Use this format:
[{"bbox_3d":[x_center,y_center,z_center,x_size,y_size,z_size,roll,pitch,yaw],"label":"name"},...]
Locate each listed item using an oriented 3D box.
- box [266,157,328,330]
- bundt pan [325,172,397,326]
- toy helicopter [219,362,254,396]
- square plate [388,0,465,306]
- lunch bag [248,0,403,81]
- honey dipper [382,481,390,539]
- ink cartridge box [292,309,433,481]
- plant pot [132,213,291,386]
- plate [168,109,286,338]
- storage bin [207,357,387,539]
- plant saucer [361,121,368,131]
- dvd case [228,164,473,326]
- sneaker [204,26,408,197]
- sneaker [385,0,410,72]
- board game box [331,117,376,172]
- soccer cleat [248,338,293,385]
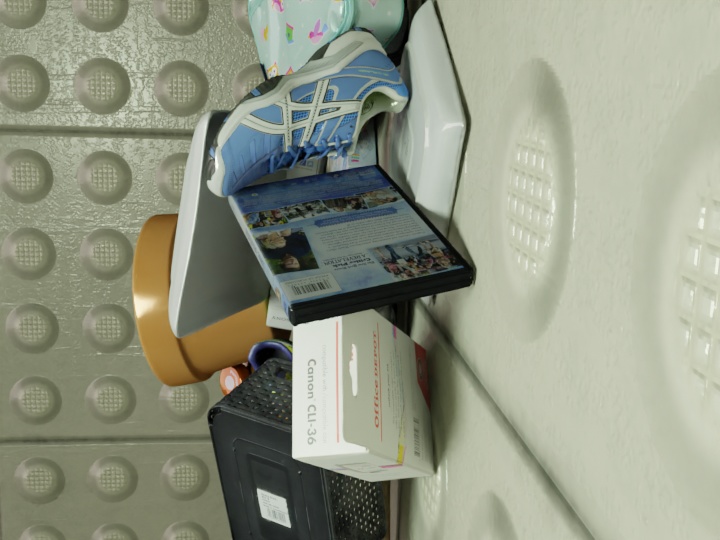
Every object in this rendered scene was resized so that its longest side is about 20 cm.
[{"bbox_3d":[-0.063,-0.057,0.979,0.145,0.036,0.202,-80,1,-62],"label":"box"},{"bbox_3d":[0.000,0.000,0.936,0.202,0.075,0.204,0,-90,-84],"label":"bundt pan"},{"bbox_3d":[-0.078,0.158,1.094,0.132,0.078,0.201,-49,63,33],"label":"toy helicopter"},{"bbox_3d":[0.052,-0.106,0.813,0.199,0.028,0.201,-98,11,-46],"label":"square plate"},{"bbox_3d":[-0.045,-0.258,0.880,0.200,0.076,0.162,-37,68,57],"label":"lunch bag"},{"bbox_3d":[0.025,0.255,0.984,0.038,0.038,0.202,-111,21,-71],"label":"honey dipper"},{"bbox_3d":[-0.002,0.102,0.745,0.200,0.067,0.118,41,-137,-61],"label":"ink cartridge box"},{"bbox_3d":[-0.160,0.028,1.053,0.200,0.138,0.202,-6,-90,-82],"label":"plant pot"},{"bbox_3d":[-0.123,-0.053,0.861,0.200,0.032,0.202,-26,-52,-70],"label":"plate"},{"bbox_3d":[-0.060,0.203,0.894,0.094,0.134,0.202,-38,-49,-48],"label":"storage bin"},{"bbox_3d":[-0.016,-0.242,1.156,0.200,0.035,0.202,-31,55,57],"label":"plant saucer"},{"bbox_3d":[-0.015,-0.029,0.723,0.200,0.141,0.018,-125,29,-54],"label":"dvd case"},{"bbox_3d":[-0.045,-0.125,0.768,0.077,0.200,0.076,47,168,14],"label":"sneaker"},{"bbox_3d":[0.019,-0.298,0.900,0.114,0.075,0.202,121,147,-73],"label":"sneaker"},{"bbox_3d":[-0.013,-0.180,1.290,0.200,0.043,0.201,106,164,-64],"label":"board game box"},{"bbox_3d":[-0.042,0.135,0.937,0.199,0.083,0.065,33,95,35],"label":"soccer cleat"}]
